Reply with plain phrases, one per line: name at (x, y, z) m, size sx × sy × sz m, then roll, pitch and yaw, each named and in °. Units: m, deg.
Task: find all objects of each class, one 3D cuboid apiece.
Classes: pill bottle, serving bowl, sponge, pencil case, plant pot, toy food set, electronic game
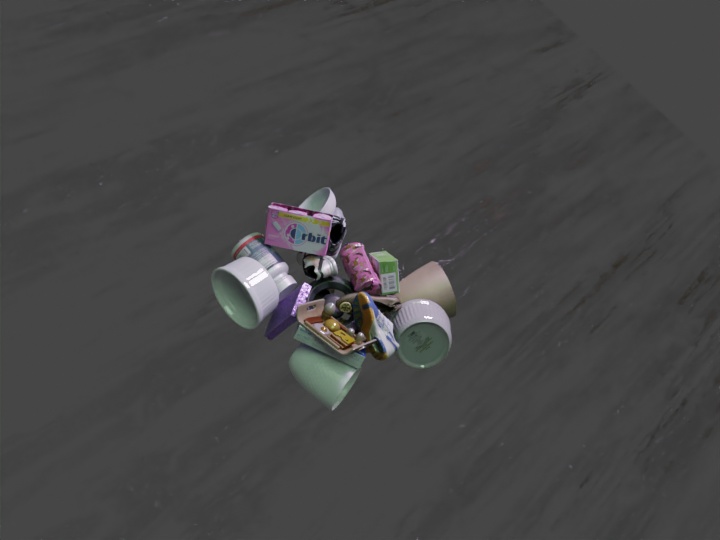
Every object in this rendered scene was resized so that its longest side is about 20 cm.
pill bottle at (-0.288, -0.005, 1.714) m, size 0.119 × 0.120 × 0.200 m, roll -35°, pitch 76°, yaw -30°
serving bowl at (-0.149, -0.170, 1.823) m, size 0.066 × 0.199 × 0.201 m, roll 44°, pitch 54°, yaw -26°
sponge at (-0.211, 0.119, 1.622) m, size 0.030 × 0.200 × 0.112 m, roll 30°, pitch 54°, yaw -18°
pencil case at (0.000, 0.000, 1.709) m, size 0.082 × 0.087 × 0.201 m, roll -15°, pitch 45°, yaw -9°
plant pot at (0.169, 0.093, 1.775) m, size 0.198 × 0.188 × 0.189 m, roll -20°, pitch 68°, yaw -11°
toy food set at (-0.064, 0.148, 1.531) m, size 0.199 × 0.061 × 0.143 m, roll 34°, pitch 18°, yaw 20°
electronic game at (-0.084, 0.108, 1.680) m, size 0.198 × 0.042 × 0.202 m, roll 5°, pitch 62°, yaw -9°

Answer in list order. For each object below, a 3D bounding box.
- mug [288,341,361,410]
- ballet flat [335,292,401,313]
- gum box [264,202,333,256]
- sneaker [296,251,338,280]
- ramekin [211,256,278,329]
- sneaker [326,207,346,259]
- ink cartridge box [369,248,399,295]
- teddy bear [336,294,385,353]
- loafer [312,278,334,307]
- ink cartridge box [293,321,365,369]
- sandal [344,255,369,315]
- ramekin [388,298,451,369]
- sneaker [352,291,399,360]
mug at (-0.098, 0.274, 1.614) m, size 0.175 × 0.148 × 0.200 m, roll 34°, pitch 27°, yaw 12°
ballet flat at (0.026, 0.103, 1.643) m, size 0.198 × 0.068 × 0.047 m, roll 2°, pitch 43°, yaw -16°
gum box at (-0.190, -0.125, 1.695) m, size 0.198 × 0.115 × 0.066 m, roll 11°, pitch 21°, yaw -1°
sneaker at (-0.151, -0.021, 1.736) m, size 0.080 × 0.199 × 0.074 m, roll -24°, pitch 114°, yaw -27°
ramekin at (-0.326, 0.060, 1.624) m, size 0.200 × 0.201 × 0.098 m, roll 45°, pitch 52°, yaw 11°
sneaker at (-0.075, -0.146, 1.842) m, size 0.077 × 0.140 × 0.202 m, roll 11°, pitch 60°, yaw -12°
ink cartridge box at (0.067, 0.001, 1.764) m, size 0.059 × 0.200 × 0.105 m, roll -7°, pitch 104°, yaw -9°
teddy bear at (0.006, 0.151, 1.715) m, size 0.144 × 0.067 × 0.201 m, roll 24°, pitch 74°, yaw -1°
loafer at (-0.115, 0.064, 1.756) m, size 0.075 × 0.068 × 0.202 m, roll 14°, pitch 59°, yaw -9°
ink cartridge box at (-0.082, 0.193, 1.556) m, size 0.199 × 0.044 × 0.094 m, roll 26°, pitch 15°, yaw -7°
sandal at (-0.008, 0.049, 1.801) m, size 0.079 × 0.054 × 0.202 m, roll 8°, pitch 70°, yaw -4°
ramekin at (0.177, 0.197, 1.681) m, size 0.198 × 0.202 × 0.105 m, roll 13°, pitch 21°, yaw -9°
sneaker at (0.044, 0.151, 1.609) m, size 0.088 × 0.075 × 0.202 m, roll -20°, pitch 90°, yaw -45°
